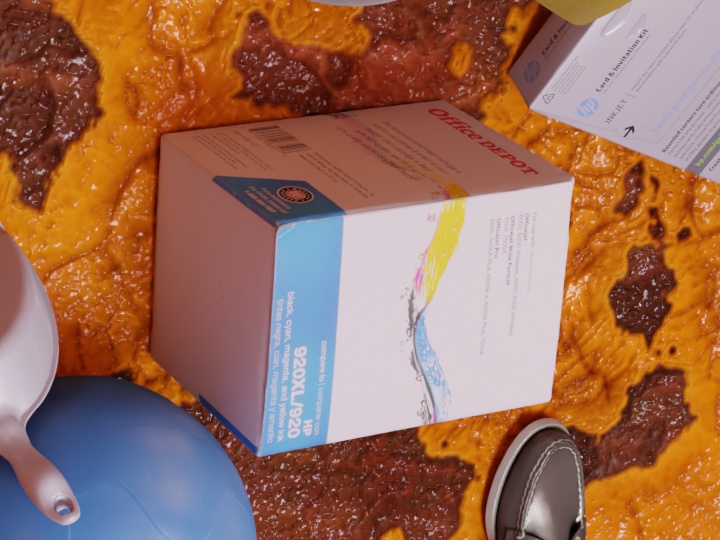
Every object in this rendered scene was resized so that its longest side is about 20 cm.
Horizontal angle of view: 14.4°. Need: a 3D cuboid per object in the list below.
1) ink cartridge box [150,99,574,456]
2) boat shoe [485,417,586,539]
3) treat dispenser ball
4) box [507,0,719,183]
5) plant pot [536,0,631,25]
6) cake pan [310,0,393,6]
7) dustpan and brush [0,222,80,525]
[{"bbox_3d":[0.000,0.000,1.650,0.199,0.147,0.145,-9,116,-29],"label":"ink cartridge box"},{"bbox_3d":[0.120,0.197,1.873,0.072,0.060,0.203,-6,115,-30],"label":"boat shoe"},{"bbox_3d":[-0.157,0.159,1.588,0.200,0.201,0.202,-14,118,-27],"label":"treat dispenser ball"},{"bbox_3d":[0.212,-0.140,1.760,0.199,0.041,0.156,17,121,-37],"label":"box"},{"bbox_3d":[0.136,-0.254,1.565,0.200,0.194,0.196,-60,173,33],"label":"plant pot"},{"bbox_3d":[-0.017,-0.238,1.519,0.037,0.199,0.201,-53,140,-49],"label":"cake pan"},{"bbox_3d":[-0.204,0.064,1.519,0.139,0.200,0.057,-28,132,-20],"label":"dustpan and brush"}]
